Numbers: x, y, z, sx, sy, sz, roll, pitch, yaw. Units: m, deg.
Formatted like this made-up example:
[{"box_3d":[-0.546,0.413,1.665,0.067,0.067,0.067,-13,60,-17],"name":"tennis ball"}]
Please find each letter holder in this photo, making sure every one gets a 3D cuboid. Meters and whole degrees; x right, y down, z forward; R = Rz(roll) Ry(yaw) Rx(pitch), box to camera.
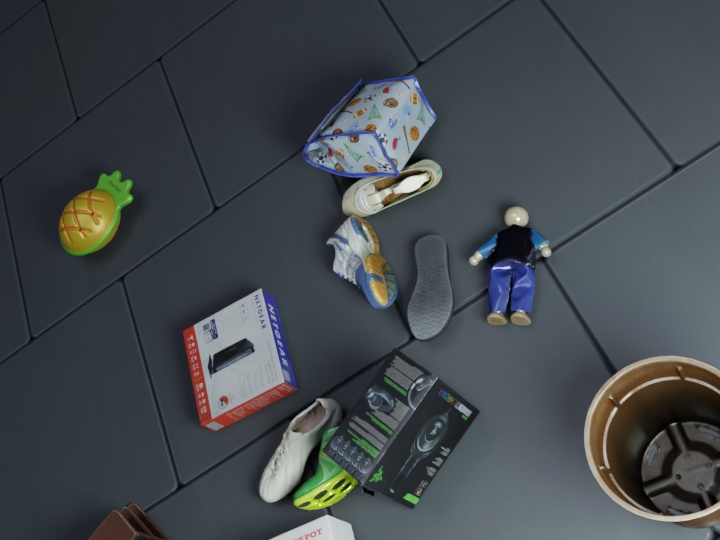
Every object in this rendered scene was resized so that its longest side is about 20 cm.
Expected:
[{"box_3d":[-0.444,0.503,1.601,0.142,0.101,0.200,32,85,39],"name":"letter holder"}]

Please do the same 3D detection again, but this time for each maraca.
[{"box_3d":[-0.558,-0.121,1.968,0.137,0.107,0.200,36,87,29],"name":"maraca"}]

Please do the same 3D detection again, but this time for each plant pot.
[{"box_3d":[0.407,0.235,1.187,0.200,0.198,0.201,-12,61,23],"name":"plant pot"}]

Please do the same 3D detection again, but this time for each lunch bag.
[{"box_3d":[0.005,-0.260,1.688,0.200,0.124,0.170,3,46,42],"name":"lunch bag"}]

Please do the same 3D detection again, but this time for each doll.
[{"box_3d":[0.240,-0.013,1.498,0.136,0.048,0.201,-2,66,28],"name":"doll"}]

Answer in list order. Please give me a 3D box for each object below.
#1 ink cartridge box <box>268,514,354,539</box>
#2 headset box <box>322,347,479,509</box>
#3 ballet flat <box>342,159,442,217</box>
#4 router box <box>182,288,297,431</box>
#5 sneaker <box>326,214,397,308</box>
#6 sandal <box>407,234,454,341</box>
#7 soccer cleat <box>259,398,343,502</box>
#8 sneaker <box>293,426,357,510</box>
[{"box_3d":[-0.069,0.492,1.402,0.146,0.086,0.201,-27,57,16],"name":"ink cartridge box"},{"box_3d":[0.060,0.244,1.394,0.093,0.174,0.200,33,84,37],"name":"headset box"},{"box_3d":[0.049,-0.145,1.653,0.199,0.068,0.062,-24,13,18],"name":"ballet flat"},{"box_3d":[-0.219,0.159,1.673,0.179,0.049,0.200,-29,55,15],"name":"router box"},{"box_3d":[0.000,0.000,1.624,0.088,0.075,0.200,-39,46,22],"name":"sneaker"},{"box_3d":[0.124,0.032,1.553,0.076,0.043,0.201,-5,54,20],"name":"sandal"},{"box_3d":[-0.108,0.289,1.528,0.069,0.078,0.200,37,88,37],"name":"soccer cleat"},{"box_3d":[-0.034,0.299,1.488,0.200,0.074,0.084,-46,55,-9],"name":"sneaker"}]
